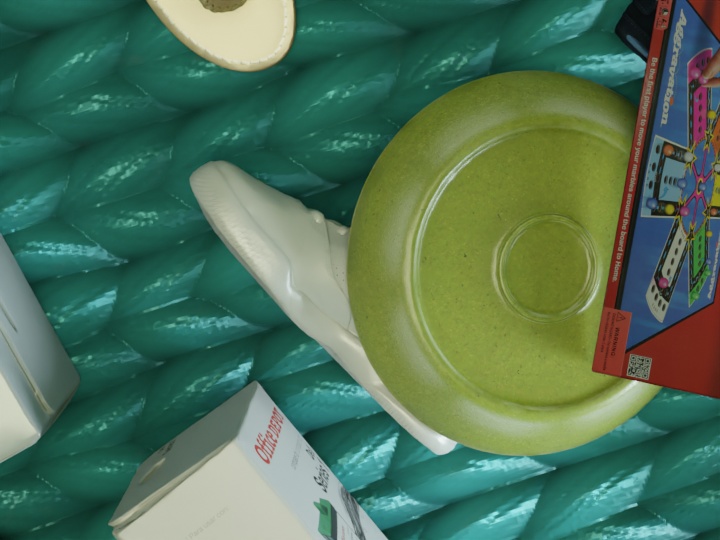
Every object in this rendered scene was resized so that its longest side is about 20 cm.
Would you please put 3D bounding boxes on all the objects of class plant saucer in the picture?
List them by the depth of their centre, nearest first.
[{"bbox_3d":[0.092,-0.002,1.302,0.199,0.031,0.201,-1,95,-15],"label":"plant saucer"}]

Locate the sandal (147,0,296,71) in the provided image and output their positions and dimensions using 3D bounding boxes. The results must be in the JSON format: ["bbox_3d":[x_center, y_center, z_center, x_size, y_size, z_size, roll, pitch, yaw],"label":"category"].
[{"bbox_3d":[-0.097,-0.195,1.288,0.077,0.070,0.212,-21,98,6],"label":"sandal"}]

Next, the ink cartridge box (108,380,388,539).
[{"bbox_3d":[-0.029,0.167,1.310,0.084,0.146,0.200,-38,97,7],"label":"ink cartridge box"}]

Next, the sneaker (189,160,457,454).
[{"bbox_3d":[0.000,0.000,1.325,0.200,0.075,0.089,44,90,-13],"label":"sneaker"}]

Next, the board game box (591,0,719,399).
[{"bbox_3d":[0.183,-0.037,1.262,0.103,0.019,0.201,12,98,17],"label":"board game box"}]

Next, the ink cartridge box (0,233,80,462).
[{"bbox_3d":[-0.268,0.054,1.302,0.200,0.145,0.146,-27,97,7],"label":"ink cartridge box"}]

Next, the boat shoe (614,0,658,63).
[{"bbox_3d":[0.208,-0.066,1.303,0.069,0.084,0.200,-37,80,16],"label":"boat shoe"}]
